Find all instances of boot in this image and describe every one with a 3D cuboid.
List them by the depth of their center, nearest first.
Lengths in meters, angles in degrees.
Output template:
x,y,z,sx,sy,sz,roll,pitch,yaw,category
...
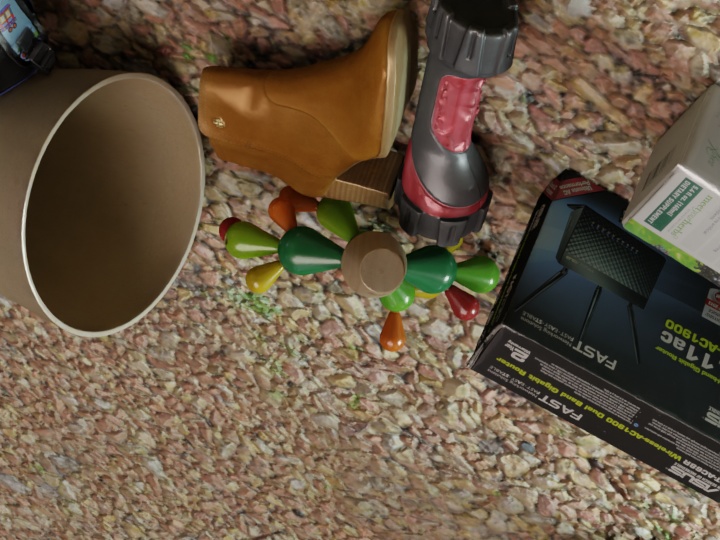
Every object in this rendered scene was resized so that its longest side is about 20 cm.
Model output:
x,y,z,sx,sy,sz,roll,pitch,yaw,category
-0.039,-0.117,1.672,0.143,0.071,0.202,17,147,7,boot

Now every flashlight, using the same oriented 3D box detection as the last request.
x,y,z,sx,sy,sz,roll,pitch,yaw,category
0.067,-0.102,1.638,0.067,0.068,0.200,0,142,-11,flashlight

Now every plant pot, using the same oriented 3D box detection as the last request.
x,y,z,sx,sy,sz,roll,pitch,yaw,category
-0.247,-0.068,1.781,0.199,0.188,0.188,16,144,34,plant pot

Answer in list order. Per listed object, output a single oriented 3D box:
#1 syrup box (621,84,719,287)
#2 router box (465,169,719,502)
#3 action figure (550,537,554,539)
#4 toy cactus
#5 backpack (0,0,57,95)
x,y,z,sx,sy,sz,roll,pitch,yaw,category
0.278,-0.023,1.597,0.199,0.082,0.079,32,143,-6,syrup box
0.188,0.043,1.668,0.199,0.150,0.062,28,142,-4,router box
0.232,0.281,1.965,0.199,0.102,0.119,19,154,6,action figure
0.000,0.000,1.735,0.199,0.103,0.165,19,-177,-7,toy cactus
-0.320,-0.194,1.660,0.134,0.182,0.201,15,130,40,backpack
